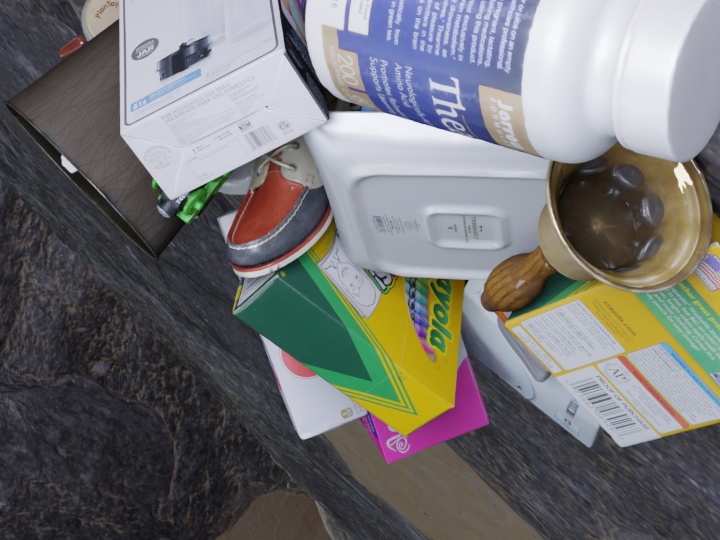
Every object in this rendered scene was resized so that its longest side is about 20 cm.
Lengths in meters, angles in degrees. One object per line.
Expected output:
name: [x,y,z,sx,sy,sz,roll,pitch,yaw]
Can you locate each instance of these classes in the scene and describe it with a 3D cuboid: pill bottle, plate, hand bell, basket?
pill bottle: [0.080,-0.117,0.722,0.199,0.112,0.111,19,156,31]
plate: [0.070,-0.039,0.954,0.198,0.033,0.200,2,155,11]
hand bell: [0.119,-0.011,0.890,0.104,0.104,0.200,43,156,-2]
basket: [-0.137,-0.135,1.075,0.180,0.200,0.136,38,169,37]

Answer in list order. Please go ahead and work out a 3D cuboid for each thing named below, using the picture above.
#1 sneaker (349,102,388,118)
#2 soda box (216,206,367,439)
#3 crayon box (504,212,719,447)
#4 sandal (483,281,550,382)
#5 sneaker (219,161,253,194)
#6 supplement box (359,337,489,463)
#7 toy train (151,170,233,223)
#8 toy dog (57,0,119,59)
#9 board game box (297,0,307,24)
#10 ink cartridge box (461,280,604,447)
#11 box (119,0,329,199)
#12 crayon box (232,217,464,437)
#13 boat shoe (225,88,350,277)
sneaker: [0.021,-0.143,0.897,0.200,0.070,0.083,105,147,-62]
soda box: [-0.059,0.038,1.237,0.068,0.063,0.202,-166,55,-83]
crayon box: [0.200,0.037,0.914,0.126,0.052,0.199,45,147,-13]
sandal: [0.138,0.033,1.095,0.079,0.059,0.207,53,179,11]
sneaker: [-0.138,-0.098,1.185,0.199,0.076,0.089,23,158,33]
supplement box: [0.037,0.088,1.332,0.200,0.102,0.102,-142,32,-77]
toy train: [-0.071,-0.115,0.996,0.042,0.201,0.056,38,178,11]
toy dog: [-0.184,-0.172,1.267,0.201,0.096,0.132,51,-163,-1]
board game box: [-0.033,-0.220,0.814,0.200,0.032,0.121,93,154,-72]
ink cartridge box: [0.148,0.060,1.206,0.160,0.047,0.200,39,168,16]
box: [-0.092,-0.150,0.922,0.060,0.116,0.201,54,-162,-40]
crayon box: [0.000,0.000,1.112,0.172,0.201,0.058,36,127,-22]
boat shoe: [-0.044,-0.079,1.034,0.071,0.201,0.063,6,137,31]
